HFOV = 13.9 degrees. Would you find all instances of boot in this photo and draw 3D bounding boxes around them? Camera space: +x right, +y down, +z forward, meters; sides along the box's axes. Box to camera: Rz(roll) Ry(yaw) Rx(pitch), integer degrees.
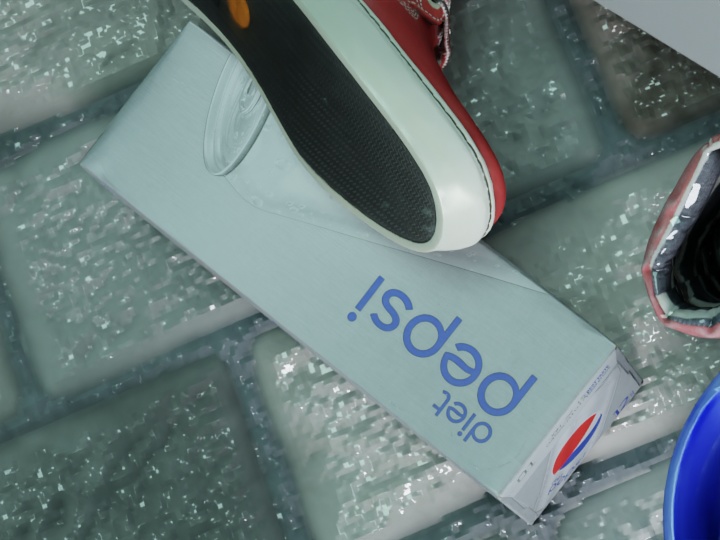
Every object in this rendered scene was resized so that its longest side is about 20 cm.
[{"bbox_3d":[0.027,-0.100,1.025,0.144,0.073,0.200,-21,55,-24],"label":"boot"}]

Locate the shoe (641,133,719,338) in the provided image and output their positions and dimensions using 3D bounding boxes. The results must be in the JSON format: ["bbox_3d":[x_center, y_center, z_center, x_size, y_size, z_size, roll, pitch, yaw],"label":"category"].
[{"bbox_3d":[0.179,-0.044,0.949,0.200,0.091,0.072,-39,79,32],"label":"shoe"}]

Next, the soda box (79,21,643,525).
[{"bbox_3d":[0.000,0.000,1.041,0.200,0.063,0.068,38,88,19],"label":"soda box"}]

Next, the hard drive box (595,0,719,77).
[{"bbox_3d":[0.113,-0.148,0.910,0.077,0.156,0.200,-28,36,-19],"label":"hard drive box"}]

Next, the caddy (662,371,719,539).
[{"bbox_3d":[0.181,0.108,0.945,0.141,0.105,0.200,-26,72,9],"label":"caddy"}]
